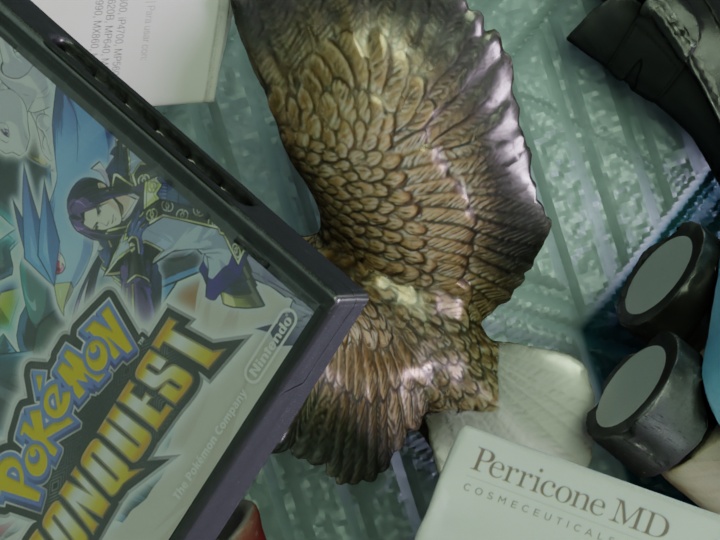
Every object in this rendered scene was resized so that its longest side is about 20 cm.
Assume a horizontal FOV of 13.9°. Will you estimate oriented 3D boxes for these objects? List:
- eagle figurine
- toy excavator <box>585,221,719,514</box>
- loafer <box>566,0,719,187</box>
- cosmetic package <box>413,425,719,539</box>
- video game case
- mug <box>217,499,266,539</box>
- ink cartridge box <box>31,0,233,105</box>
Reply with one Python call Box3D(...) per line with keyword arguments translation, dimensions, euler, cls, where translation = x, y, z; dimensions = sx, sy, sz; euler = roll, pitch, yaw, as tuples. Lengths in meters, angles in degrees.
Box3D(translation=(-0.007, 0.000, 1.021), dimensions=(0.150, 0.200, 0.152), euler=(-13, 64, 6), cls="eagle figurine")
Box3D(translation=(0.193, -0.009, 1.049), dimensions=(0.100, 0.200, 0.195), euler=(40, 38, -18), cls="toy excavator")
Box3D(translation=(0.113, -0.096, 1.131), dimensions=(0.070, 0.068, 0.201), euler=(-24, 85, -8), cls="loafer")
Box3D(translation=(0.042, 0.160, 0.940), dimensions=(0.101, 0.074, 0.201), euler=(19, 65, 8), cls="cosmetic package")
Box3D(translation=(-0.115, 0.034, 0.933), dimensions=(0.181, 0.025, 0.200), euler=(41, 109, 23), cls="video game case")
Box3D(translation=(-0.055, 0.206, 1.032), dimensions=(0.200, 0.177, 0.133), euler=(57, 37, -7), cls="mug")
Box3D(translation=(-0.153, -0.126, 1.015), dimensions=(0.199, 0.085, 0.146), euler=(-6, 46, -15), cls="ink cartridge box")
